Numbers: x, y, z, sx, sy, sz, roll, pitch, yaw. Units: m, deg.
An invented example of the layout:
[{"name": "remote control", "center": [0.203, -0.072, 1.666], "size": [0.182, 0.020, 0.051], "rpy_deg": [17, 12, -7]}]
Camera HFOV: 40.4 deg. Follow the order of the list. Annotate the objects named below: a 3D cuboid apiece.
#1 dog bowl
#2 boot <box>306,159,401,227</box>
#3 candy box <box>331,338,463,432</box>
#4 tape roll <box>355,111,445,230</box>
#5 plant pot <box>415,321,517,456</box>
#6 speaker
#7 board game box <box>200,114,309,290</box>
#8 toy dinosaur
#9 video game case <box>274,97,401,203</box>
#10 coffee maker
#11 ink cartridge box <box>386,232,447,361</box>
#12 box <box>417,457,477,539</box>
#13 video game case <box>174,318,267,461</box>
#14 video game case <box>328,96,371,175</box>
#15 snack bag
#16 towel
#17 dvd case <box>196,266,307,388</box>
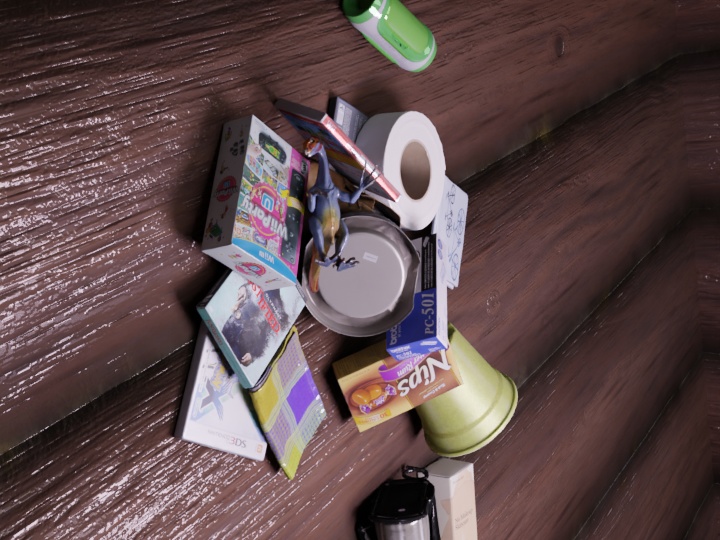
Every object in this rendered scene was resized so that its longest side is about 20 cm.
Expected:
[{"name": "dog bowl", "center": [0.000, 0.000, 1.539], "size": [0.059, 0.196, 0.204], "rpy_deg": [-91, 165, -67]}, {"name": "boot", "center": [-0.016, -0.117, 1.556], "size": [0.198, 0.075, 0.075], "rpy_deg": [34, 64, -27]}, {"name": "candy box", "center": [0.063, 0.174, 1.637], "size": [0.057, 0.197, 0.118], "rpy_deg": [-118, -175, -62]}, {"name": "tape roll", "center": [0.069, -0.171, 1.691], "size": [0.201, 0.070, 0.208], "rpy_deg": [-2, 92, -54]}, {"name": "plant pot", "center": [0.157, 0.200, 1.781], "size": [0.185, 0.198, 0.202], "rpy_deg": [53, 50, -25]}, {"name": "speaker", "center": [0.053, -0.418, 1.676], "size": [0.199, 0.087, 0.090], "rpy_deg": [29, 68, -51]}, {"name": "board game box", "center": [-0.145, -0.094, 1.399], "size": [0.147, 0.063, 0.204], "rpy_deg": [34, 55, -48]}, {"name": "toy dinosaur", "center": [-0.064, -0.093, 1.433], "size": [0.104, 0.199, 0.185], "rpy_deg": [2, 62, -44]}, {"name": "video game case", "center": [-0.034, -0.184, 1.498], "size": [0.018, 0.142, 0.200], "rpy_deg": [-52, 128, -7]}, {"name": "coffee maker", "center": [0.097, 0.485, 1.730], "size": [0.191, 0.132, 0.205], "rpy_deg": [-27, 114, -51]}, {"name": "ink cartridge box", "center": [0.093, 0.042, 1.601], "size": [0.044, 0.092, 0.203], "rpy_deg": [46, 37, -45]}, {"name": "box", "center": [0.169, 0.475, 1.878], "size": [0.094, 0.077, 0.205], "rpy_deg": [-17, 105, -52]}, {"name": "video game case", "center": [-0.180, 0.160, 1.421], "size": [0.181, 0.022, 0.204], "rpy_deg": [30, 67, -51]}, {"name": "video game case", "center": [0.001, -0.191, 1.668], "size": [0.199, 0.019, 0.146], "rpy_deg": [23, 73, -54]}, {"name": "snack bag", "center": [0.164, -0.072, 1.865], "size": [0.200, 0.021, 0.193], "rpy_deg": [24, 72, -67]}, {"name": "towel", "center": [-0.108, 0.203, 1.496], "size": [0.144, 0.022, 0.203], "rpy_deg": [-57, 141, -45]}, {"name": "dvd case", "center": [-0.152, 0.048, 1.425], "size": [0.148, 0.022, 0.201], "rpy_deg": [63, 35, -26]}]
